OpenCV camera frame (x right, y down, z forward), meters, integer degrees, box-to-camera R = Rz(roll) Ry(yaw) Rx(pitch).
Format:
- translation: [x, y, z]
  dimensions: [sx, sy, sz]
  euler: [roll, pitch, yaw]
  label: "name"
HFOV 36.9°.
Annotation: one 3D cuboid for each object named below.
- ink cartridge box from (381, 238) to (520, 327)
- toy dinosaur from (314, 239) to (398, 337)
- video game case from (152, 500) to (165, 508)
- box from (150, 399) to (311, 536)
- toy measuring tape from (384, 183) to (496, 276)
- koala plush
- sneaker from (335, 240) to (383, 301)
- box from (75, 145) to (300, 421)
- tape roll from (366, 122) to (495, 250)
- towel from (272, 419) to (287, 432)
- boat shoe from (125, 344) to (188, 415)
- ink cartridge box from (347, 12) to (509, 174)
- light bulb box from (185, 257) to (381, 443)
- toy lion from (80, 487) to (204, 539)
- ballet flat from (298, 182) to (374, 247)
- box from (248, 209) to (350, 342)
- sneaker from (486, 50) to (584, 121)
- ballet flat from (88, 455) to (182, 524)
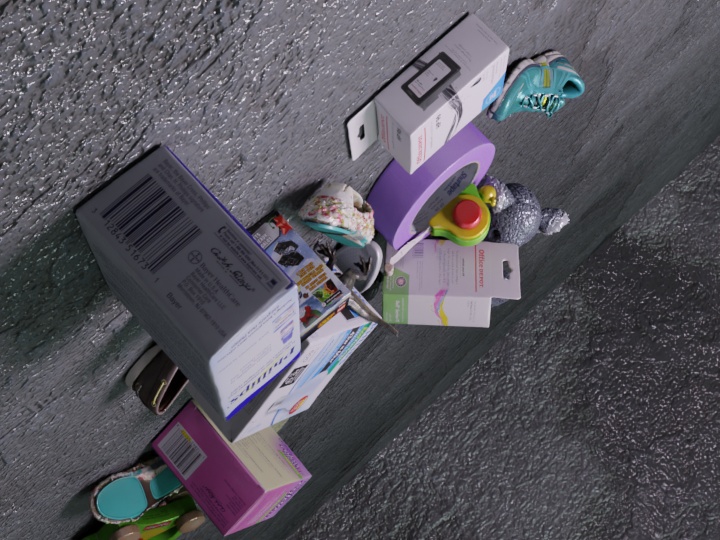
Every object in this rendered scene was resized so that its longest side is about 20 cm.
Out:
- translation: [0.131, 0.018, 1.570]
  dimensions: [0.068, 0.195, 0.119]
  euler: [89, 5, -46]
  label: "ink cartridge box"
- translation: [-0.026, 0.010, 1.437]
  dimensions: [0.047, 0.198, 0.089]
  euler: [-36, -149, 40]
  label: "toy dinosaur"
- translation: [-0.341, 0.395, 1.817]
  dimensions: [0.181, 0.026, 0.199]
  euler: [-50, 165, 18]
  label: "video game case"
- translation: [-0.191, 0.288, 1.632]
  dimensions: [0.097, 0.176, 0.200]
  euler: [-46, 166, 10]
  label: "box"
- translation: [0.124, -0.045, 1.533]
  dimensions: [0.200, 0.074, 0.074]
  euler: [-42, 165, -9]
  label: "toy measuring tape"
- translation: [0.206, -0.073, 1.659]
  dimensions: [0.199, 0.175, 0.187]
  euler: [-33, -142, 57]
  label: "koala plush"
- translation: [0.000, 0.000, 1.587]
  dimensions: [0.099, 0.071, 0.201]
  euler: [-35, 168, -38]
  label: "sneaker"
- translation: [-0.152, 0.018, 1.001]
  dimensions: [0.105, 0.184, 0.201]
  euler: [-40, 165, -17]
  label: "box"
- translation: [0.097, -0.123, 1.514]
  dimensions: [0.199, 0.066, 0.201]
  euler: [-40, 165, -13]
  label: "tape roll"
- translation: [-0.164, 0.258, 1.897]
  dimensions: [0.148, 0.036, 0.201]
  euler: [-33, 161, -40]
  label: "towel"
- translation: [-0.199, 0.086, 1.295]
  dimensions: [0.200, 0.060, 0.072]
  euler: [-47, 164, 8]
  label: "boat shoe"
- translation: [0.080, -0.193, 1.271]
  dimensions: [0.199, 0.068, 0.116]
  euler: [-42, 165, -9]
  label: "ink cartridge box"
- translation: [-0.107, 0.103, 1.462]
  dimensions: [0.199, 0.125, 0.199]
  euler: [-51, 163, 25]
  label: "light bulb box"
- translation: [-0.368, 0.427, 1.699]
  dimensions: [0.198, 0.069, 0.192]
  euler: [-2, 141, -46]
  label: "toy lion"
- translation: [-0.028, -0.073, 1.316]
  dimensions: [0.200, 0.074, 0.065]
  euler: [25, 77, -78]
  label: "ballet flat"
- translation: [-0.127, 0.041, 1.217]
  dimensions: [0.199, 0.137, 0.040]
  euler: [-37, 164, -22]
  label: "box"
- translation: [0.254, -0.257, 1.540]
  dimensions: [0.199, 0.080, 0.078]
  euler: [-31, 161, -39]
  label: "sneaker"
- translation: [-0.331, 0.322, 1.577]
  dimensions: [0.063, 0.077, 0.199]
  euler: [-13, 180, 35]
  label: "ballet flat"
